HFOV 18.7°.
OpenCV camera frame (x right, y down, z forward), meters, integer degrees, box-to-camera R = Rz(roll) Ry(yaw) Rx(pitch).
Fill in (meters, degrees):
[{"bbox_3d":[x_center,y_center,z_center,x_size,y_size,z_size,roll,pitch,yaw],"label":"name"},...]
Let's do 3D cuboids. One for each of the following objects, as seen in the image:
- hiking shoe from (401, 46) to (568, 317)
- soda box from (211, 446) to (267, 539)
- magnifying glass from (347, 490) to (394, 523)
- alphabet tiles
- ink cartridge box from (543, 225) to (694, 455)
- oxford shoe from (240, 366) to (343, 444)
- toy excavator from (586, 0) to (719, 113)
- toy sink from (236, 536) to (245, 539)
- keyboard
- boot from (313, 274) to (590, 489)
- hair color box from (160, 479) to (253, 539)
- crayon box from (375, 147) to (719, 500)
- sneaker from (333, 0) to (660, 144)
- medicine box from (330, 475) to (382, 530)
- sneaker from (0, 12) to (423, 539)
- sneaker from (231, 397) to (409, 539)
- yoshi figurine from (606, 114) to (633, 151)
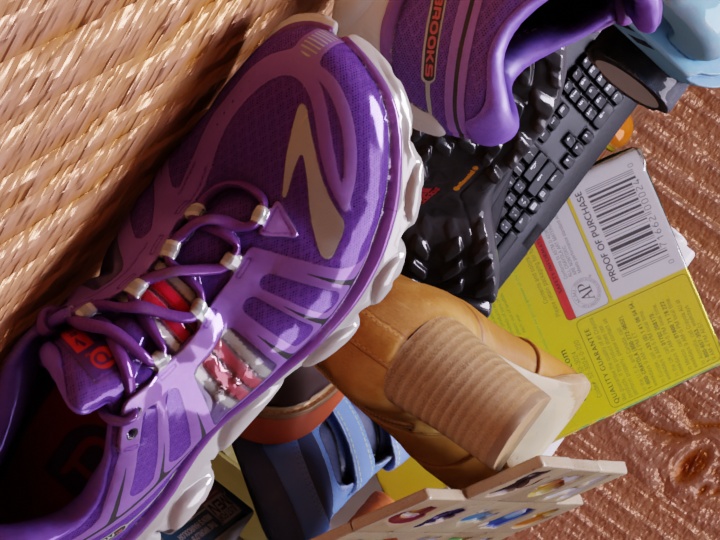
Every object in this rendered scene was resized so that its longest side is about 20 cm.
[{"bbox_3d":[0.036,-0.074,0.910,0.101,0.075,0.201,-93,-167,-47],"label":"hiking shoe"},{"bbox_3d":[-0.096,0.173,1.211,0.200,0.064,0.068,-57,173,24],"label":"soda box"},{"bbox_3d":[-0.046,0.179,0.973,0.200,0.080,0.022,-47,-160,-21],"label":"magnifying glass"},{"bbox_3d":[0.004,0.114,0.875,0.199,0.006,0.166,-26,163,21],"label":"alphabet tiles"},{"bbox_3d":[0.070,0.027,1.239,0.200,0.145,0.084,-53,-177,-5],"label":"ink cartridge box"},{"bbox_3d":[0.000,0.000,0.990,0.200,0.071,0.073,-51,164,-51],"label":"oxford shoe"},{"bbox_3d":[0.128,-0.152,0.901,0.100,0.194,0.200,-53,-158,-5],"label":"toy excavator"},{"bbox_3d":[-0.074,0.217,1.079,0.131,0.112,0.200,-62,-167,-19],"label":"toy sink"},{"bbox_3d":[0.066,-0.040,1.107,0.200,0.104,0.040,-54,-146,-5],"label":"keyboard"},{"bbox_3d":[0.016,0.027,0.888,0.071,0.144,0.201,-52,167,-2],"label":"boot"},{"bbox_3d":[-0.135,0.175,0.952,0.200,0.060,0.100,-55,173,12],"label":"hair color box"},{"bbox_3d":[0.079,0.031,1.171,0.199,0.128,0.051,-23,-179,-7],"label":"crayon box"},{"bbox_3d":[0.078,-0.122,0.718,0.200,0.083,0.081,-53,160,-9],"label":"sneaker"},{"bbox_3d":[-0.018,0.129,1.370,0.182,0.103,0.200,-51,174,-22],"label":"medicine box"},{"bbox_3d":[-0.054,0.015,0.655,0.201,0.080,0.083,-57,162,11],"label":"sneaker"},{"bbox_3d":[-0.016,0.071,1.022,0.082,0.074,0.200,-15,-165,7],"label":"sneaker"},{"bbox_3d":[0.167,-0.167,1.197,0.201,0.112,0.112,-57,-171,8],"label":"yoshi figurine"}]
